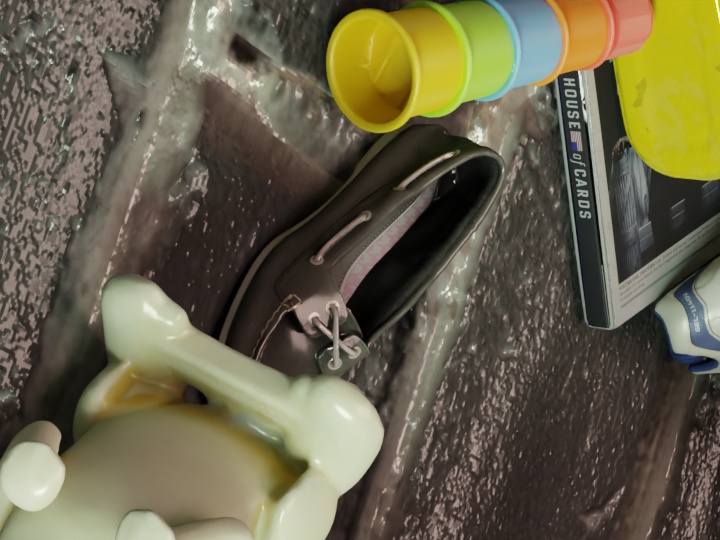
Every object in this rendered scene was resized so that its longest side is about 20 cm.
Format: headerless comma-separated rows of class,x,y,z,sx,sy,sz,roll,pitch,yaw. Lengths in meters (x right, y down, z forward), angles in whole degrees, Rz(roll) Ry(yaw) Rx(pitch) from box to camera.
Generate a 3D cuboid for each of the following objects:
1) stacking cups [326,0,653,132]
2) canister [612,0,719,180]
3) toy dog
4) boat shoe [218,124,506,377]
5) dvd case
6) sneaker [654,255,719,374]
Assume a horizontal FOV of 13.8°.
stacking cups,0.069,-0.117,1.480,0.200,0.060,0.061,-20,112,-46
canister,0.222,-0.149,1.623,0.200,0.086,0.149,-33,121,-44
toy dog,-0.110,0.131,1.266,0.200,0.139,0.194,-52,170,-35
boat shoe,0.000,0.000,1.423,0.200,0.057,0.067,-52,134,-33
dvd case,0.160,-0.087,1.642,0.150,0.025,0.200,-32,122,-46
sneaker,0.218,0.023,1.713,0.200,0.088,0.075,32,37,-70
